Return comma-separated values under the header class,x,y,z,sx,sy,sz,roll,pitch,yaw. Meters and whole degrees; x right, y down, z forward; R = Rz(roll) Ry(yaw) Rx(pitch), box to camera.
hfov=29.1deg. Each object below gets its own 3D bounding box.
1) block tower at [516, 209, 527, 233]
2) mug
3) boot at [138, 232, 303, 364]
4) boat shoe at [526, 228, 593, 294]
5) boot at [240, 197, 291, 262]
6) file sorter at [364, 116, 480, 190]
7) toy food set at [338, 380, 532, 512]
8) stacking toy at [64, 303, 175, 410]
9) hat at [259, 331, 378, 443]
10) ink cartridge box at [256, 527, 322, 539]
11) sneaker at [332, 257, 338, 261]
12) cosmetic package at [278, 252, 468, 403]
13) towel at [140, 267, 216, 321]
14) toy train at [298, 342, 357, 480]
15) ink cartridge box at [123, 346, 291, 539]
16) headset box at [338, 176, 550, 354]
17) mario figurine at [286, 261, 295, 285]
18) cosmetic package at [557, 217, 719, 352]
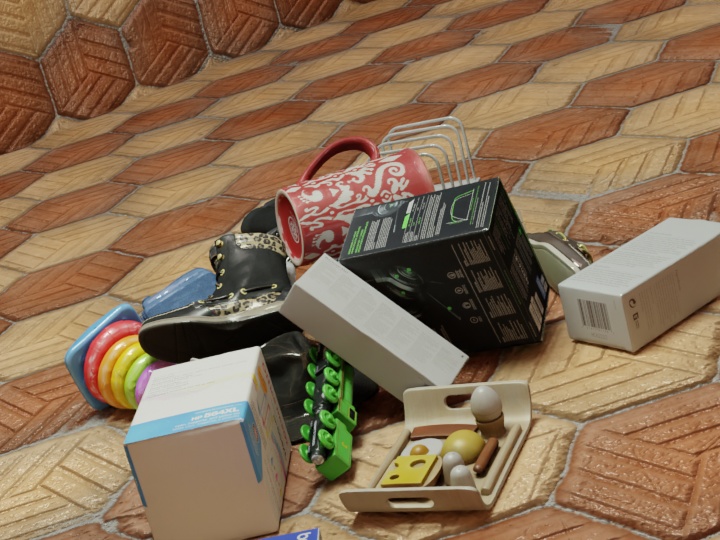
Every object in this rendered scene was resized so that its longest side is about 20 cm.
class,x,y,z,sx,sy,sz,roll,pitch,yaw
block tower,0.119,-0.033,1.798,0.198,0.055,0.058,-9,-20,-22
mug,-0.017,-0.090,1.938,0.198,0.135,0.178,-16,30,-20
boot,-0.170,0.031,1.685,0.197,0.074,0.152,-11,43,1
boat shoe,0.249,-0.012,1.708,0.059,0.073,0.200,-23,14,-10
boot,-0.130,-0.063,2.150,0.163,0.066,0.199,-18,20,-31
file sorter,0.089,-0.141,2.105,0.137,0.126,0.200,-8,20,19
toy food set,0.076,0.169,1.360,0.142,0.061,0.200,-6,21,25
stacking toy,-0.254,0.133,1.686,0.199,0.110,0.116,22,56,44
hat,-0.080,0.118,1.593,0.198,0.082,0.201,-13,19,5
ink cartridge box,-0.078,0.294,1.165,0.093,0.045,0.200,-12,19,6
sneaker,0.000,0.000,1.858,0.199,0.079,0.139,-29,23,-36
cosmetic package,0.015,0.071,1.512,0.199,0.051,0.083,36,36,6
towel,-0.189,0.077,1.734,0.111,0.049,0.200,-32,43,-15
toy train,-0.030,0.142,1.473,0.042,0.056,0.201,-39,24,25
ink cartridge box,-0.150,0.174,1.422,0.124,0.130,0.200,-13,20,7
headset box,0.092,0.006,1.580,0.198,0.175,0.093,-12,37,26
mario figurine,-0.140,0.052,1.788,0.123,0.107,0.199,-29,25,-29
cosmetic package,0.330,0.012,1.569,0.199,0.072,0.101,-28,22,-30
